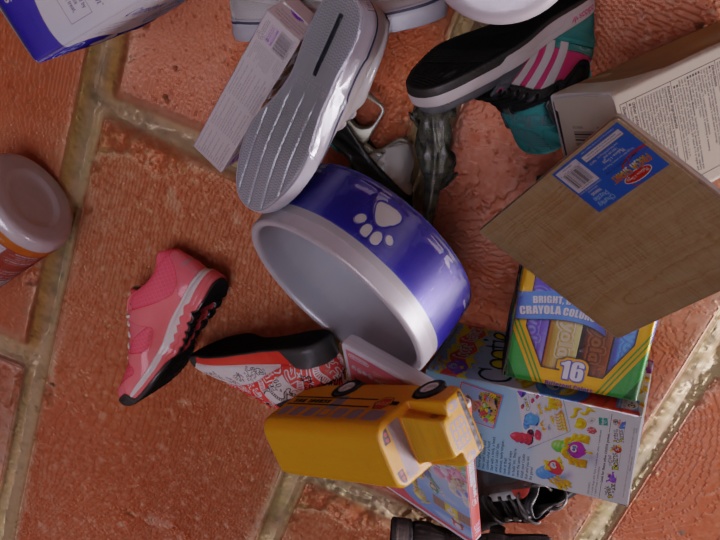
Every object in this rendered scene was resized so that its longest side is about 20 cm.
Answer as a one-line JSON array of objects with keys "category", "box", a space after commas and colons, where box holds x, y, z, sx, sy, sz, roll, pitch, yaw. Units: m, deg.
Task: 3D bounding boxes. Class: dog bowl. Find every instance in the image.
[{"category": "dog bowl", "box": [0.000, 0.000, 0.838, 0.200, 0.079, 0.200, 36, 160, 15]}]

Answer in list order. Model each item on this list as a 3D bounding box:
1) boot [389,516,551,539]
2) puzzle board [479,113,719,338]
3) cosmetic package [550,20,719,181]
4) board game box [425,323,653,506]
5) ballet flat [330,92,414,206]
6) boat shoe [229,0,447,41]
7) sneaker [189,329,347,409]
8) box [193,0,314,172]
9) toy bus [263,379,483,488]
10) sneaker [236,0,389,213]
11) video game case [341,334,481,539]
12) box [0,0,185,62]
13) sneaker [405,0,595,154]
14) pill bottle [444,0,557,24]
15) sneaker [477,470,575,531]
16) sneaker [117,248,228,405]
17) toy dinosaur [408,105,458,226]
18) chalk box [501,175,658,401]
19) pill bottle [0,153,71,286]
[{"category": "boot", "box": [0.117, 0.311, 0.984, 0.173, 0.069, 0.200, 3, 156, 4]}, {"category": "puzzle board", "box": [0.194, -0.026, 0.685, 0.151, 0.017, 0.200, 37, 152, -4]}, {"category": "cosmetic package", "box": [0.256, -0.125, 0.724, 0.200, 0.071, 0.106, -25, 109, -23]}, {"category": "board game box", "box": [0.171, 0.134, 0.891, 0.199, 0.103, 0.105, 10, 118, 19]}, {"category": "ballet flat", "box": [0.005, -0.117, 0.855, 0.068, 0.068, 0.200, -35, 103, 16]}, {"category": "boat shoe", "box": [-0.024, -0.244, 0.803, 0.199, 0.071, 0.070, 2, 118, 19]}, {"category": "sneaker", "box": [-0.094, 0.124, 0.952, 0.201, 0.067, 0.108, -7, 106, 39]}, {"category": "box", "box": [-0.096, -0.163, 0.826, 0.041, 0.039, 0.200, 44, 140, 1]}, {"category": "toy bus", "box": [0.008, 0.142, 0.801, 0.200, 0.078, 0.065, -7, 109, 48]}, {"category": "sneaker", "box": [-0.033, -0.132, 0.764, 0.073, 0.071, 0.200, 43, 113, 23]}, {"category": "video game case", "box": [0.051, 0.163, 0.877, 0.143, 0.017, 0.200, 27, 142, 35]}, {"category": "box", "box": [-0.177, -0.274, 0.758, 0.199, 0.184, 0.105, -23, 106, 22]}, {"category": "sneaker", "box": [0.126, -0.146, 0.764, 0.084, 0.200, 0.121, 26, 141, 47]}, {"category": "pill bottle", "box": [0.112, -0.256, 0.689, 0.110, 0.200, 0.111, 5, 116, 10]}, {"category": "sneaker", "box": [0.165, 0.232, 0.965, 0.200, 0.082, 0.077, -39, 101, 26]}, {"category": "sneaker", "box": [-0.221, 0.059, 0.996, 0.087, 0.074, 0.200, 39, 114, 9]}, {"category": "toy dinosaur", "box": [0.068, -0.103, 0.830, 0.047, 0.088, 0.201, -1, 111, 2]}, {"category": "chalk box", "box": [0.206, -0.007, 0.823, 0.123, 0.125, 0.201, 11, 117, 8]}, {"category": "pill bottle", "box": [-0.411, -0.030, 0.965, 0.200, 0.112, 0.112, -28, 105, 23]}]
